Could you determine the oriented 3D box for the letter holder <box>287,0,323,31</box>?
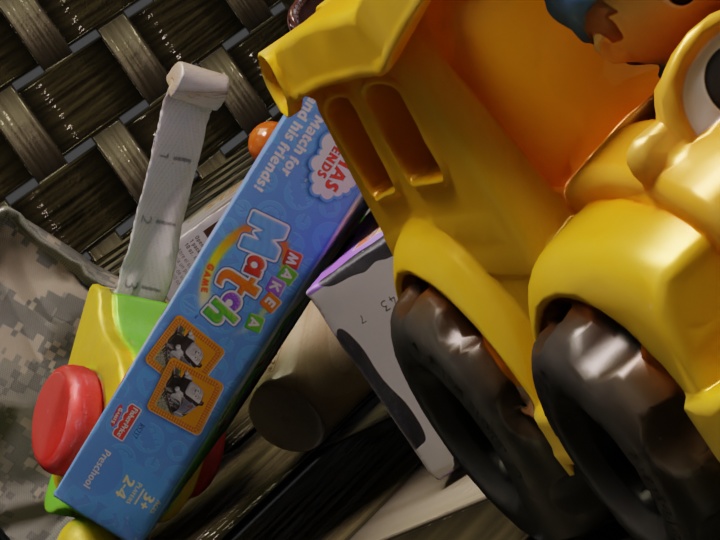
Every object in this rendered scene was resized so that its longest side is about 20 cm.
[{"bbox_3d":[0.063,-0.142,1.331,0.100,0.142,0.200,-31,7,32],"label":"letter holder"}]

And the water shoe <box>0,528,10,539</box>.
[{"bbox_3d":[-0.159,0.135,0.792,0.079,0.072,0.200,-36,6,11],"label":"water shoe"}]

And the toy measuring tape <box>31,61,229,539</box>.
[{"bbox_3d":[-0.076,0.025,0.899,0.074,0.073,0.201,-108,34,-83],"label":"toy measuring tape"}]

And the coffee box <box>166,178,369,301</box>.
[{"bbox_3d":[0.004,-0.038,1.161,0.200,0.080,0.114,-35,6,11],"label":"coffee box"}]

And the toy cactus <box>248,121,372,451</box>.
[{"bbox_3d":[0.000,0.000,0.926,0.199,0.102,0.165,-21,24,35],"label":"toy cactus"}]

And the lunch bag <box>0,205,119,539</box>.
[{"bbox_3d":[-0.172,0.080,1.028,0.201,0.117,0.164,-60,11,-5],"label":"lunch bag"}]

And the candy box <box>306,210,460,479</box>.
[{"bbox_3d":[0.096,-0.040,0.732,0.200,0.072,0.168,-34,6,18],"label":"candy box"}]

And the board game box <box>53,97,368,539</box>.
[{"bbox_3d":[-0.019,-0.020,0.777,0.201,0.036,0.151,-59,-1,14],"label":"board game box"}]

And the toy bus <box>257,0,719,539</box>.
[{"bbox_3d":[0.054,-0.052,0.506,0.135,0.193,0.200,-35,8,-12],"label":"toy bus"}]
